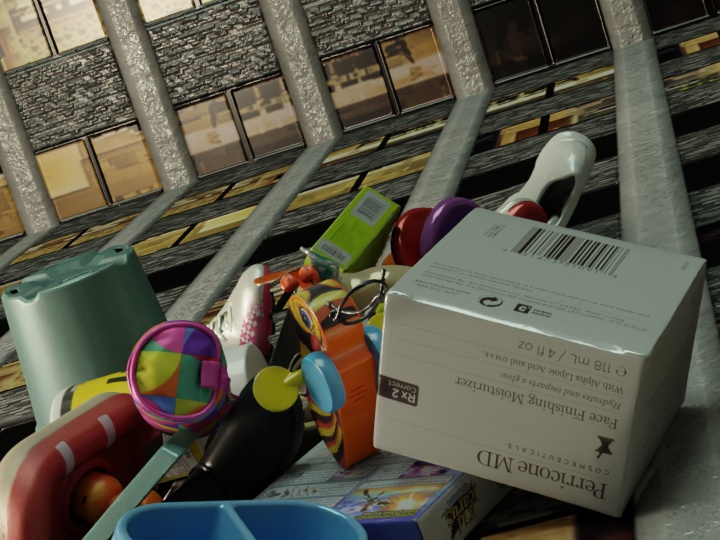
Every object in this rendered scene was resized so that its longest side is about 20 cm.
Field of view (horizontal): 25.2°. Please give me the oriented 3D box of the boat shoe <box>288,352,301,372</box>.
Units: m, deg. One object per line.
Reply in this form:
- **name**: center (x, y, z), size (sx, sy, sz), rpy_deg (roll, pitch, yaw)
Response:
- **boat shoe**: center (-0.032, 0.109, 1.540), size (0.075, 0.073, 0.200), rpy_deg (-16, 13, 13)

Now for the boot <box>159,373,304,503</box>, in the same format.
- **boot**: center (-0.135, 0.180, 1.264), size (0.065, 0.166, 0.200), rpy_deg (35, 33, 17)

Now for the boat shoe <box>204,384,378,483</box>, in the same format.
- **boat shoe**: center (-0.044, 0.132, 1.416), size (0.198, 0.072, 0.068), rpy_deg (-16, 48, -9)

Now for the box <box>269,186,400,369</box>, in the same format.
- **box**: center (-0.030, 0.024, 1.621), size (0.122, 0.047, 0.201), rpy_deg (-50, -13, -45)

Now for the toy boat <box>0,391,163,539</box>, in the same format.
- **toy boat**: center (-0.221, 0.199, 1.376), size (0.130, 0.132, 0.200), rpy_deg (17, 31, 29)

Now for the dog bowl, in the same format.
- **dog bowl**: center (-0.082, 0.199, 1.102), size (0.198, 0.050, 0.111), rpy_deg (2, 17, -25)

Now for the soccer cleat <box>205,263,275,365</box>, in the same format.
- **soccer cleat**: center (-0.132, 0.076, 1.587), size (0.085, 0.201, 0.070), rpy_deg (4, 41, -9)

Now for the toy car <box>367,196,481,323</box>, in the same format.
- **toy car**: center (0.098, 0.001, 1.606), size (0.174, 0.151, 0.199), rpy_deg (-29, 13, -37)

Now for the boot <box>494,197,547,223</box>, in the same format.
- **boot**: center (0.144, 0.031, 1.440), size (0.144, 0.072, 0.202), rpy_deg (7, 71, 62)

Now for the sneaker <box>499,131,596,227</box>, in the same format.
- **sneaker**: center (0.184, -0.048, 1.694), size (0.074, 0.201, 0.089), rpy_deg (20, 34, -4)

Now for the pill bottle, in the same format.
- **pill bottle**: center (-0.183, 0.142, 1.530), size (0.198, 0.116, 0.114), rpy_deg (-16, 13, 11)

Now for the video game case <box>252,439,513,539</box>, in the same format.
- **video game case**: center (0.014, 0.175, 1.255), size (0.198, 0.046, 0.181), rpy_deg (-10, 14, 37)

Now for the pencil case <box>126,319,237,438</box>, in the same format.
- **pencil case**: center (-0.145, 0.093, 1.326), size (0.087, 0.089, 0.200), rpy_deg (-20, -7, -5)

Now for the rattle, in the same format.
- **rattle**: center (0.000, 0.000, 1.366), size (0.130, 0.199, 0.144), rpy_deg (-34, 37, 48)

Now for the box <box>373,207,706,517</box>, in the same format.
- **box**: center (0.137, 0.061, 1.210), size (0.197, 0.132, 0.200), rpy_deg (13, 25, 20)

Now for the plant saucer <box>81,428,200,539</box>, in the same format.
- **plant saucer**: center (-0.201, 0.204, 1.273), size (0.200, 0.019, 0.070), rpy_deg (-50, 0, 12)

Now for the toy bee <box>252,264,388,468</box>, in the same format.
- **toy bee**: center (-0.017, 0.050, 1.240), size (0.130, 0.201, 0.109), rpy_deg (-7, 42, -38)

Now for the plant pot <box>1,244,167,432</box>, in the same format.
- **plant pot**: center (-0.275, 0.090, 1.695), size (0.198, 0.198, 0.200), rpy_deg (-17, 13, 4)
